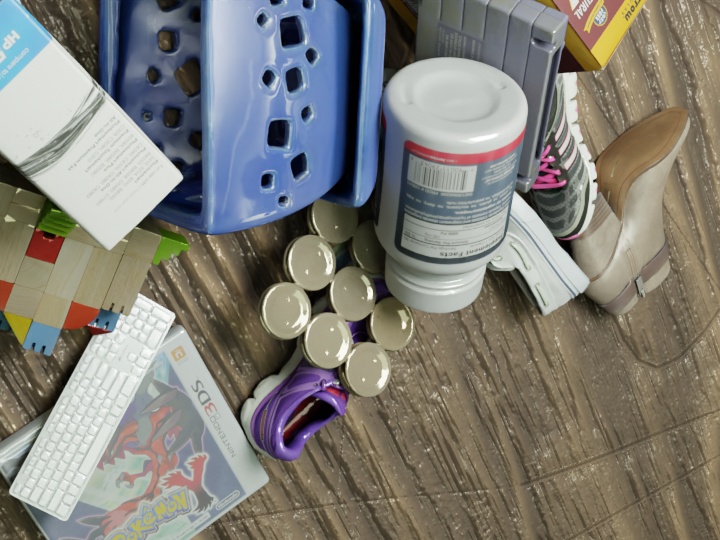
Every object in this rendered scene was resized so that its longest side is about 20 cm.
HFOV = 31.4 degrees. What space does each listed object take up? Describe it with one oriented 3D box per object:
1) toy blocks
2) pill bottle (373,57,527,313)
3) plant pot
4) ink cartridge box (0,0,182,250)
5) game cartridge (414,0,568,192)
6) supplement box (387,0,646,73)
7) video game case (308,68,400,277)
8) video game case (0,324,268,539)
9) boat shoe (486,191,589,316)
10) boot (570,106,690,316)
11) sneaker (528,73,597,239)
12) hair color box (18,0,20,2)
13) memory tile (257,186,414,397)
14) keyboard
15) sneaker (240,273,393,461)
[{"bbox_3d":[-0.260,0.002,1.048,0.199,0.100,0.138,19,104,-26],"label":"toy blocks"},{"bbox_3d":[0.071,-0.067,1.091,0.119,0.120,0.201,-18,137,-23],"label":"pill bottle"},{"bbox_3d":[-0.093,-0.147,1.040,0.179,0.199,0.202,-6,105,-34],"label":"plant pot"},{"bbox_3d":[-0.239,-0.124,0.923,0.084,0.146,0.200,-45,132,-5],"label":"ink cartridge box"},{"bbox_3d":[0.106,-0.165,1.105,0.038,0.129,0.201,-47,157,-28],"label":"game cartridge"},{"bbox_3d":[0.121,-0.283,1.102,0.197,0.199,0.133,45,70,-29],"label":"supplement box"},{"bbox_3d":[0.042,-0.088,1.221,0.181,0.022,0.202,2,101,-28],"label":"video game case"},{"bbox_3d":[-0.202,0.177,1.154,0.199,0.023,0.183,-34,115,-17],"label":"video game case"},{"bbox_3d":[0.147,-0.027,1.238,0.067,0.074,0.200,-44,116,3],"label":"boat shoe"},{"bbox_3d":[0.294,-0.055,1.345,0.200,0.070,0.147,-41,124,-12],"label":"boot"},{"bbox_3d":[0.172,-0.123,1.242,0.087,0.073,0.202,-22,108,-44],"label":"sneaker"},{"bbox_3d":[-0.335,-0.242,0.959,0.109,0.065,0.201,-27,112,-21],"label":"hair color box"},{"bbox_3d":[0.000,0.000,1.166,0.153,0.017,0.201,35,69,-25],"label":"memory tile"},{"bbox_3d":[-0.230,0.113,1.104,0.056,0.011,0.201,29,77,-12],"label":"keyboard"},{"bbox_3d":[-0.023,0.096,1.193,0.081,0.083,0.201,40,83,-36],"label":"sneaker"}]
